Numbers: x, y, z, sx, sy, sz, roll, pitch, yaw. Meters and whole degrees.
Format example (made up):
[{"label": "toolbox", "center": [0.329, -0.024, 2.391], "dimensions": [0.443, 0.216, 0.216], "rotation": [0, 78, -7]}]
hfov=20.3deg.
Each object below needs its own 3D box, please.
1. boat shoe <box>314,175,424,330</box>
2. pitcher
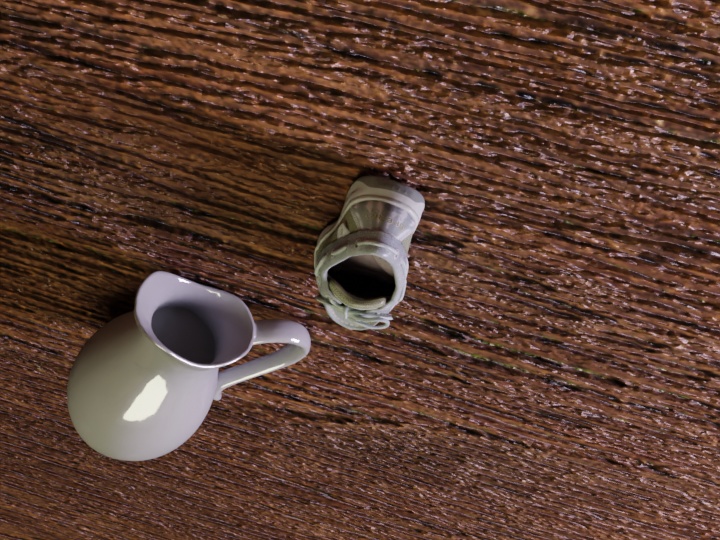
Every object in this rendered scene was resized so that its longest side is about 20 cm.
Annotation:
[{"label": "boat shoe", "center": [0.002, 0.000, 1.498], "dimensions": [0.074, 0.065, 0.202], "rotation": [18, 154, -4]}, {"label": "pitcher", "center": [-0.151, 0.087, 1.715], "dimensions": [0.171, 0.122, 0.200], "rotation": [11, 146, -26]}]
